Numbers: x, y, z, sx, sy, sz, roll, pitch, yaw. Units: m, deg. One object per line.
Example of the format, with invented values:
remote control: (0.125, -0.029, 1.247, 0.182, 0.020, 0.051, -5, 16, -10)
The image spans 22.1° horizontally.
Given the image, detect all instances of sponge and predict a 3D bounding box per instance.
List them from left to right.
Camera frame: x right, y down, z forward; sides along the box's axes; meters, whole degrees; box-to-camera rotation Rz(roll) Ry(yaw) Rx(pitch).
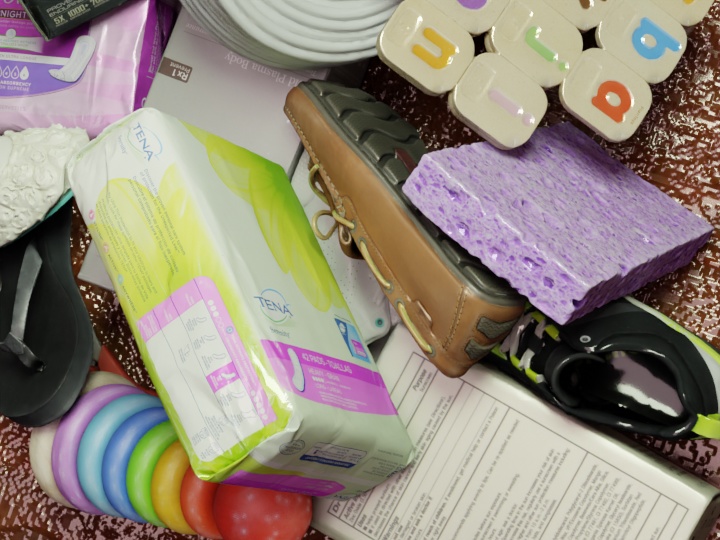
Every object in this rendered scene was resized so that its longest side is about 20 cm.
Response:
sponge: (0.113, -0.031, 1.005, 0.112, 0.200, 0.030, 40, 116, 17)

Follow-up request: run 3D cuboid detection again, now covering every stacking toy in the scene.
stacking toy: (-0.102, 0.120, 1.055, 0.200, 0.085, 0.085, 15, 89, 45)

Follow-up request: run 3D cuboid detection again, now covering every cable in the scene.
cable: (-0.017, -0.210, 1.016, 0.200, 0.069, 0.200, -8, 104, -26)

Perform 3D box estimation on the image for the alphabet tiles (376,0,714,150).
alphabet tiles: (0.095, -0.170, 1.001, 0.196, 0.015, 0.200, 35, 75, -10)

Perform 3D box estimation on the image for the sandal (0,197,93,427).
sandal: (-0.209, 0.011, 1.125, 0.076, 0.043, 0.200, -34, 48, 24)

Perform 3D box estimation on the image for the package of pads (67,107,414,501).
package of pads: (-0.063, 0.020, 0.969, 0.068, 0.154, 0.200, -33, 67, 17)

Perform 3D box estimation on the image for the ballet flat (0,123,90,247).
ballet flat: (-0.246, -0.040, 1.131, 0.200, 0.072, 0.072, -29, 77, 39)

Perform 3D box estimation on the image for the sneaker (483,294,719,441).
sneaker: (0.111, 0.035, 0.988, 0.200, 0.083, 0.072, 23, 107, 21)

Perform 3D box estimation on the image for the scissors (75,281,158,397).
scissors: (-0.178, 0.054, 1.172, 0.073, 0.014, 0.200, -39, 78, 10)

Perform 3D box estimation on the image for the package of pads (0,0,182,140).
package of pads: (-0.215, -0.140, 1.168, 0.200, 0.076, 0.121, 6, 86, 16)

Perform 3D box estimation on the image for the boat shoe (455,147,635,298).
boat shoe: (0.105, 0.015, 1.078, 0.200, 0.069, 0.057, 49, 132, 8)

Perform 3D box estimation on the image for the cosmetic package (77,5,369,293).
cosmetic package: (-0.081, -0.065, 1.120, 0.107, 0.090, 0.200, 20, 88, 13)

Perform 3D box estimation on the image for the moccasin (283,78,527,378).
moccasin: (0.014, -0.028, 1.006, 0.201, 0.074, 0.078, 52, 123, 26)

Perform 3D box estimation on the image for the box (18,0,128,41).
box: (-0.142, -0.260, 1.108, 0.200, 0.086, 0.164, -26, 60, -2)

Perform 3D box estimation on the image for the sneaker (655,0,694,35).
sneaker: (0.108, -0.178, 1.094, 0.200, 0.081, 0.083, 33, 107, 25)

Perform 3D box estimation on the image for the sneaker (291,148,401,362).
sneaker: (0.000, 0.000, 1.093, 0.088, 0.075, 0.200, 18, 100, 30)

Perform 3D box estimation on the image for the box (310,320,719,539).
box: (0.088, 0.132, 1.042, 0.200, 0.109, 0.128, 30, 94, 16)
